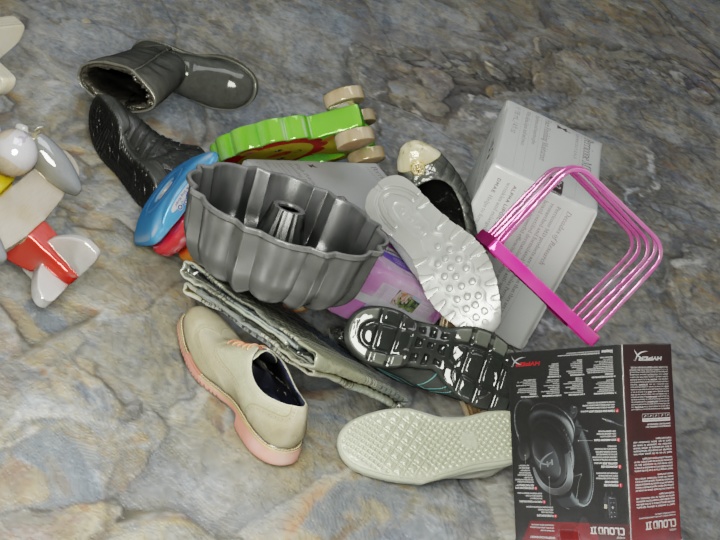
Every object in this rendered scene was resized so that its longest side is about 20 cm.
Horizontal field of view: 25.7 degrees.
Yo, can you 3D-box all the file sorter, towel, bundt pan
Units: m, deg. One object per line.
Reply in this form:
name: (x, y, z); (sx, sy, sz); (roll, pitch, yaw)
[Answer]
file sorter: (0.213, -0.026, 1.595); (0.139, 0.126, 0.200); (43, 3, -2)
towel: (-0.066, 0.067, 1.502); (0.192, 0.035, 0.200); (34, 2, 32)
bundt pan: (-0.078, -0.026, 1.476); (0.200, 0.076, 0.202); (19, 19, -7)

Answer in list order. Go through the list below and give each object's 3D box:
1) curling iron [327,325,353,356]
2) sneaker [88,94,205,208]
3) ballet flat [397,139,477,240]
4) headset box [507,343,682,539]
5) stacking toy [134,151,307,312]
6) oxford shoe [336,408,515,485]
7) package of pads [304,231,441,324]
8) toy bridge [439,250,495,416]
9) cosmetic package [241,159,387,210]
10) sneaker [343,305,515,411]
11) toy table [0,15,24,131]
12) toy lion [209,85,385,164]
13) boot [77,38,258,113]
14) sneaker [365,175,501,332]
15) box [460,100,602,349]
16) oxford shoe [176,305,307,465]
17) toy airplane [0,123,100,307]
curling iron: (0.049, 0.100, 1.649); (0.198, 0.026, 0.050); (19, 51, -25)
sneaker: (-0.217, -0.119, 1.744); (0.104, 0.060, 0.200); (-4, 47, -42)
ballet flat: (0.092, -0.047, 1.698); (0.057, 0.066, 0.202); (-59, 127, -69)
headset box: (0.216, 0.172, 1.469); (0.077, 0.202, 0.148); (1, -6, -39)
stacking toy: (-0.126, -0.021, 1.632); (0.200, 0.117, 0.110); (40, -13, -16)
oxford shoe: (0.070, 0.172, 1.521); (0.198, 0.058, 0.076); (-2, 69, -20)
package of pads: (0.000, 0.000, 1.646); (0.121, 0.076, 0.200); (51, 14, 28)
toy bridge: (0.111, 0.080, 1.639); (0.027, 0.067, 0.202); (14, 61, -37)
cosmetic package: (-0.042, -0.070, 1.794); (0.199, 0.074, 0.102); (-4, 41, -41)
sneaker: (0.075, 0.085, 1.568); (0.198, 0.076, 0.079); (23, -11, -8)
toy table: (-0.439, -0.205, 1.637); (0.199, 0.118, 0.184); (35, 30, 11)
toy lion: (-0.076, -0.147, 1.826); (0.200, 0.190, 0.069); (39, 36, -81)
boot: (-0.221, -0.221, 1.854); (0.180, 0.073, 0.200); (13, 11, 2)
sneaker: (0.084, -0.011, 1.628); (0.201, 0.076, 0.081); (55, -1, 23)
box: (0.178, -0.055, 1.819); (0.130, 0.201, 0.199); (24, 28, -3)
oxford shoe: (-0.105, 0.090, 1.480); (0.070, 0.074, 0.200); (-7, 43, -42)
toy airplane: (-0.327, -0.063, 1.472); (0.198, 0.142, 0.200); (4, 36, -36)
